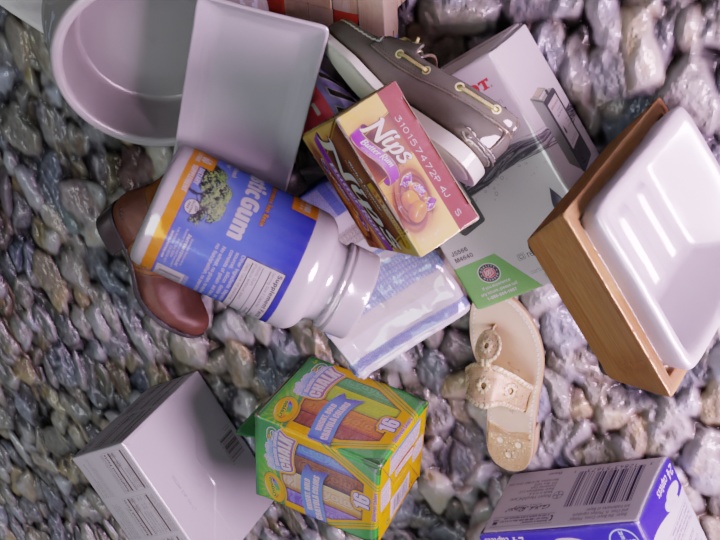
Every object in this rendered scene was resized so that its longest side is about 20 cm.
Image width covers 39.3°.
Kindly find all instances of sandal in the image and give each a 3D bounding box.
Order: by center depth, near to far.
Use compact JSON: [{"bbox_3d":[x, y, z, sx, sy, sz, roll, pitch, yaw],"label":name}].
[{"bbox_3d":[0.139,0.127,1.007,0.077,0.070,0.213,7,121,29],"label":"sandal"}]

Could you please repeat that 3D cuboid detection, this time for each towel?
[{"bbox_3d":[0.000,0.000,1.000,0.146,0.024,0.200,-32,106,15],"label":"towel"}]

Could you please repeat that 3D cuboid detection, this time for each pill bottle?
[{"bbox_3d":[-0.088,-0.018,0.877,0.199,0.112,0.112,24,132,-11],"label":"pill bottle"}]

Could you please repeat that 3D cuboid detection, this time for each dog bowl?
[{"bbox_3d":[-0.173,-0.190,0.863,0.199,0.059,0.201,-5,139,-4],"label":"dog bowl"}]

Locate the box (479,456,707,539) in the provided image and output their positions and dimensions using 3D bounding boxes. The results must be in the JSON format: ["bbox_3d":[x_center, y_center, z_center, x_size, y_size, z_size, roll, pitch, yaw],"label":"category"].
[{"bbox_3d":[0.253,0.308,1.027,0.183,0.105,0.201,-17,109,39],"label":"box"}]

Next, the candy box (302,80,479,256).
[{"bbox_3d":[0.016,-0.077,0.794,0.117,0.056,0.200,58,172,-8],"label":"candy box"}]

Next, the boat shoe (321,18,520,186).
[{"bbox_3d":[0.041,-0.145,0.796,0.202,0.060,0.072,45,177,31],"label":"boat shoe"}]

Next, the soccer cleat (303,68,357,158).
[{"bbox_3d":[-0.002,-0.123,0.928,0.200,0.076,0.067,51,151,-5],"label":"soccer cleat"}]

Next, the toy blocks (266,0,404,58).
[{"bbox_3d":[-0.034,-0.249,0.875,0.199,0.100,0.137,20,138,23],"label":"toy blocks"}]

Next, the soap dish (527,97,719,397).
[{"bbox_3d":[0.221,-0.021,0.778,0.081,0.200,0.158,-22,106,45],"label":"soap dish"}]

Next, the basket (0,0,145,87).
[{"bbox_3d":[-0.241,-0.291,0.948,0.199,0.123,0.136,33,131,11],"label":"basket"}]

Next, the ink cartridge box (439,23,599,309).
[{"bbox_3d":[0.121,-0.087,0.874,0.145,0.084,0.201,-24,103,40],"label":"ink cartridge box"}]

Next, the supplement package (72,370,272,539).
[{"bbox_3d":[-0.228,0.259,1.265,0.111,0.156,0.201,-20,106,38],"label":"supplement package"}]

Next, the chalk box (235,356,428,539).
[{"bbox_3d":[-0.041,0.189,1.125,0.199,0.124,0.124,18,127,20],"label":"chalk box"}]

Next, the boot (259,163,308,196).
[{"bbox_3d":[-0.157,-0.098,0.982,0.200,0.132,0.070,42,173,33],"label":"boot"}]

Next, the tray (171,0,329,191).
[{"bbox_3d":[-0.099,-0.143,0.860,0.107,0.022,0.201,12,136,-9],"label":"tray"}]

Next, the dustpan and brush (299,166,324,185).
[{"bbox_3d":[-0.078,-0.064,1.030,0.199,0.057,0.140,28,129,14],"label":"dustpan and brush"}]

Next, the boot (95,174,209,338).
[{"bbox_3d":[-0.180,-0.033,1.131,0.199,0.068,0.189,-27,94,33],"label":"boot"}]
